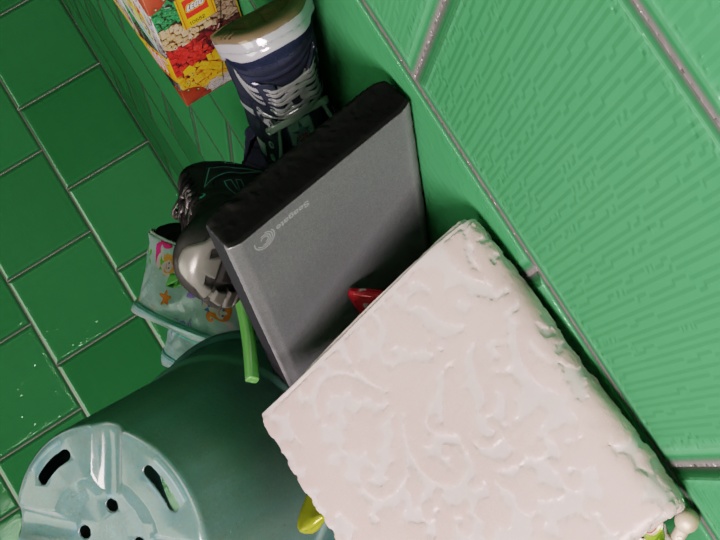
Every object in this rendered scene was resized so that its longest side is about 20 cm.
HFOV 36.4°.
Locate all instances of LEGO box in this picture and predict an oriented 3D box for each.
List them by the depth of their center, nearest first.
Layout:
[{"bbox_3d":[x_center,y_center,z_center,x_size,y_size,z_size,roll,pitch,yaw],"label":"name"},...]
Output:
[{"bbox_3d":[-0.183,-0.269,0.957,0.201,0.077,0.149,54,170,26],"label":"LEGO box"}]

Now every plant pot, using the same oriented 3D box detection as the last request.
[{"bbox_3d":[-0.122,0.157,0.771,0.201,0.200,0.196,56,-156,9],"label":"plant pot"}]

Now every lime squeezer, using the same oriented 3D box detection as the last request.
[{"bbox_3d":[-0.104,0.010,0.808,0.038,0.071,0.200,35,-179,-33],"label":"lime squeezer"}]

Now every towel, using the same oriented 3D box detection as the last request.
[{"bbox_3d":[0.056,0.106,0.638,0.201,0.191,0.032,55,-157,21],"label":"towel"}]

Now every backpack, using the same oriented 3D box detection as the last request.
[{"bbox_3d":[-0.104,0.031,0.986,0.176,0.152,0.199,20,-178,36],"label":"backpack"}]

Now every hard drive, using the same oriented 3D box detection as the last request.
[{"bbox_3d":[-0.018,-0.015,0.711,0.033,0.139,0.201,43,165,26],"label":"hard drive"}]

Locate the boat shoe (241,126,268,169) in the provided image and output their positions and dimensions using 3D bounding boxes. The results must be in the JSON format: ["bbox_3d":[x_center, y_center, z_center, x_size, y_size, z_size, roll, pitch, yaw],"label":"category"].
[{"bbox_3d":[-0.064,-0.082,1.006,0.200,0.074,0.094,-18,-61,-80],"label":"boat shoe"}]

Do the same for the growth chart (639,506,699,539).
[{"bbox_3d":[0.117,0.150,0.679,0.200,0.018,0.146,47,125,52],"label":"growth chart"}]

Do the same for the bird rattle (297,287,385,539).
[{"bbox_3d":[0.054,0.104,0.718,0.162,0.202,0.112,29,-173,40],"label":"bird rattle"}]

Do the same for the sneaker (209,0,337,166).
[{"bbox_3d":[-0.050,-0.125,0.745,0.109,0.070,0.200,64,175,-15],"label":"sneaker"}]

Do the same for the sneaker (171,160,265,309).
[{"bbox_3d":[-0.098,-0.030,0.748,0.078,0.076,0.200,22,-164,4],"label":"sneaker"}]
